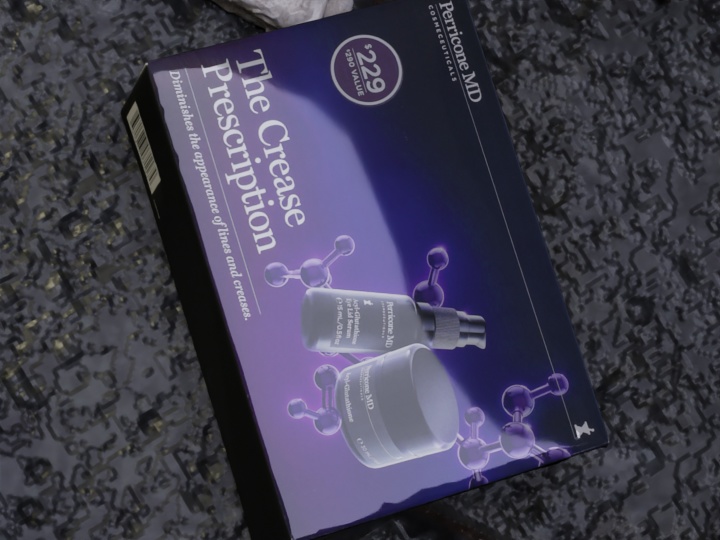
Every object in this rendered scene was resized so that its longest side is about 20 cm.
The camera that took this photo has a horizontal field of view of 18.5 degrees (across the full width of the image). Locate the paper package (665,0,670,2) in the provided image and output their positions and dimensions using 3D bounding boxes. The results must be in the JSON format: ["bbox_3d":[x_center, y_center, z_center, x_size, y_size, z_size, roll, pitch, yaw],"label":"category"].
[{"bbox_3d":[0.168,-0.236,0.924,0.103,0.200,0.191,37,73,-4],"label":"paper package"}]

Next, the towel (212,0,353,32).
[{"bbox_3d":[-0.074,-0.192,0.948,0.200,0.034,0.133,27,74,-6],"label":"towel"}]

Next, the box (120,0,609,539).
[{"bbox_3d":[0.000,0.000,0.907,0.141,0.079,0.200,-16,83,-18],"label":"box"}]
